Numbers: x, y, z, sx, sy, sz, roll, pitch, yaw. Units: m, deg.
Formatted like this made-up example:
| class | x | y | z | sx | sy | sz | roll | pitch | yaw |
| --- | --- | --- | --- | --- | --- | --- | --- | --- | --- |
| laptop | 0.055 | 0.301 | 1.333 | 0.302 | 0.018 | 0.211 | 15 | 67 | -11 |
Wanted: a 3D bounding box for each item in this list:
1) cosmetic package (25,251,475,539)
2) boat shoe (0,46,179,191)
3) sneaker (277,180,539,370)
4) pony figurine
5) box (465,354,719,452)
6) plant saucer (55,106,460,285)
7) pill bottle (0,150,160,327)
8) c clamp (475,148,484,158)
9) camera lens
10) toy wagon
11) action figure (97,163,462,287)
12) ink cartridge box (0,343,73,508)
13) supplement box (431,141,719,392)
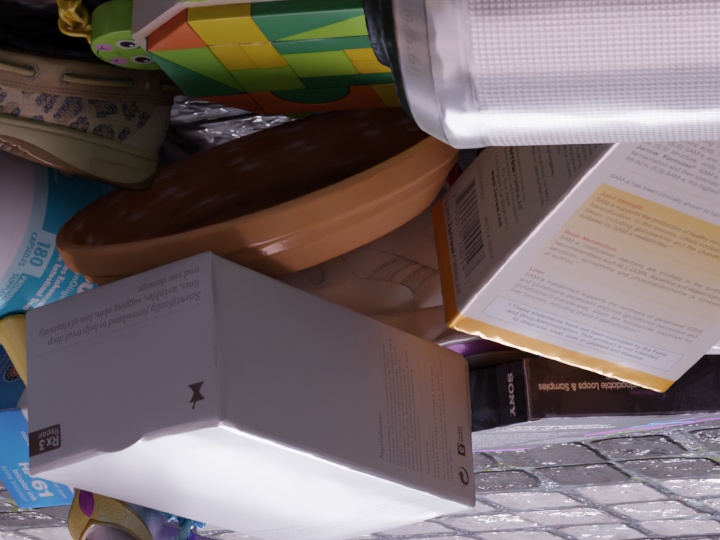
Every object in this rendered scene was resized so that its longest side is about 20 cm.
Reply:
| class | x | y | z | sx | sy | sz | roll | pitch | yaw |
| --- | --- | --- | --- | --- | --- | --- | --- | --- | --- |
| cosmetic package | -0.046 | 0.064 | 1.098 | 0.112 | 0.082 | 0.200 | -16 | 155 | 30 |
| boat shoe | -0.173 | -0.092 | 1.107 | 0.199 | 0.063 | 0.073 | 19 | -178 | -40 |
| sneaker | 0.000 | 0.000 | 1.192 | 0.199 | 0.100 | 0.075 | 2 | 163 | -26 |
| pony figurine | -0.106 | 0.134 | 1.215 | 0.166 | 0.201 | 0.193 | -22 | 152 | 15 |
| box | 0.080 | 0.071 | 1.252 | 0.142 | 0.036 | 0.200 | 0 | 172 | -35 |
| plant saucer | -0.042 | -0.031 | 1.130 | 0.199 | 0.038 | 0.200 | -17 | -166 | 4 |
| pill bottle | -0.151 | -0.013 | 1.259 | 0.110 | 0.111 | 0.200 | -12 | 159 | 39 |
| c clamp | 0.133 | -0.005 | 1.262 | 0.170 | 0.027 | 0.200 | 28 | 163 | 17 |
| camera lens | 0.103 | -0.122 | 0.785 | 0.199 | 0.161 | 0.160 | -1 | 163 | 9 |
| toy wagon | -0.038 | -0.105 | 1.066 | 0.199 | 0.040 | 0.155 | -3 | 162 | 15 |
| action figure | -0.043 | -0.014 | 1.231 | 0.199 | 0.052 | 0.065 | -22 | -164 | -23 |
| ink cartridge box | -0.108 | 0.056 | 1.402 | 0.199 | 0.145 | 0.085 | -9 | 125 | 30 |
| supplement box | 0.136 | -0.043 | 1.063 | 0.126 | 0.074 | 0.200 | 18 | 135 | -26 |
